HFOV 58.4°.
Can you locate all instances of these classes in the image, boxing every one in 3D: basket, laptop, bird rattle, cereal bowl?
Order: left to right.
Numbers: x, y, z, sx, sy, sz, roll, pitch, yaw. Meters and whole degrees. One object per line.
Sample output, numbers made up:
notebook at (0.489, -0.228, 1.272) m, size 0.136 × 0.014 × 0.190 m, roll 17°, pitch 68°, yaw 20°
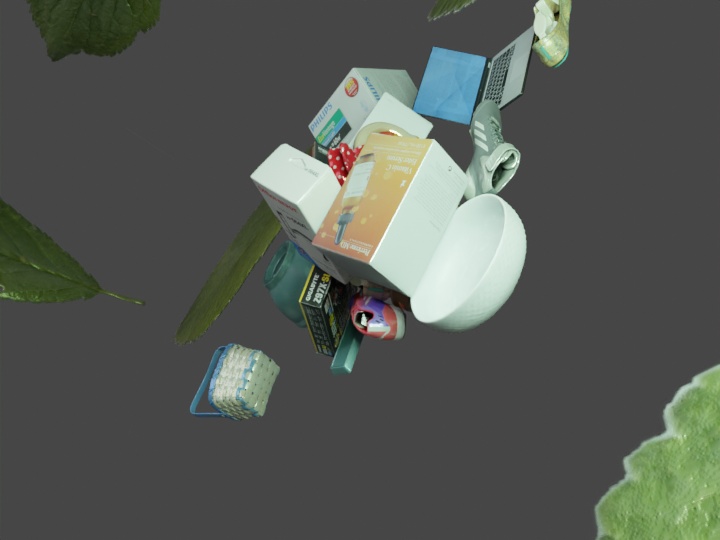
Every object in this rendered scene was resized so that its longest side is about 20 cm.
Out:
basket at (-0.298, 0.264, 1.503) m, size 0.195 × 0.140 × 0.180 m, roll 2°, pitch 57°, yaw 31°
bird rattle at (0.038, -0.198, 1.168) m, size 0.114 × 0.194 × 0.167 m, roll 102°, pitch 180°, yaw -55°
cereal bowl at (0.160, 0.001, 0.904) m, size 0.200 × 0.082 × 0.203 m, roll -47°, pitch 24°, yaw 28°
laptop at (0.219, -0.386, 1.234) m, size 0.199 × 0.114 × 0.191 m, roll -28°, pitch 37°, yaw 53°

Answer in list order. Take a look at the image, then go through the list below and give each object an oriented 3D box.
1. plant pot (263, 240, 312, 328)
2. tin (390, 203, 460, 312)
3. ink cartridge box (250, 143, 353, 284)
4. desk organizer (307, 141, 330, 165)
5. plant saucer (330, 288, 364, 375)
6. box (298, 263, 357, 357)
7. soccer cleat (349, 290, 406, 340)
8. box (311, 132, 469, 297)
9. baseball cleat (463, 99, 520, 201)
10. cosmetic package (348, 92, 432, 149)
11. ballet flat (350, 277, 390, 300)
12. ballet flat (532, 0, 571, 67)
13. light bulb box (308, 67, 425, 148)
plant pot at (-0.148, 0.014, 1.525) m, size 0.201 × 0.132 × 0.203 m, roll -47°, pitch 24°, yaw 28°
tin at (0.109, -0.030, 1.038) m, size 0.041 × 0.112 × 0.204 m, roll 20°, pitch 78°, yaw 29°
ink cartridge box at (-0.078, -0.093, 1.075) m, size 0.084 × 0.202 × 0.145 m, roll -45°, pitch 46°, yaw -14°
desk organizer at (-0.039, -0.202, 1.456) m, size 0.077 × 0.196 × 0.073 m, roll -41°, pitch 38°, yaw 42°
plant saucer at (-0.008, 0.104, 1.246) m, size 0.069 × 0.019 × 0.204 m, roll -21°, pitch 42°, yaw 58°
box at (-0.056, 0.047, 1.235) m, size 0.202 × 0.048 × 0.163 m, roll 79°, pitch -153°, yaw -57°
soccer cleat at (0.011, 0.075, 1.134) m, size 0.199 × 0.071 × 0.071 m, roll -154°, pitch 67°, yaw -65°
box at (0.044, -0.088, 0.970) m, size 0.150 × 0.106 × 0.204 m, roll 18°, pitch 76°, yaw 49°
baseball cleat at (0.226, -0.205, 1.068) m, size 0.105 × 0.069 × 0.206 m, roll -16°, pitch 56°, yaw 52°
cosmetic package at (0.031, -0.209, 1.308) m, size 0.202 × 0.121 × 0.200 m, roll -56°, pitch -3°, yaw -15°
ballet flat at (0.000, 0.000, 1.156) m, size 0.200 × 0.065 × 0.070 m, roll -145°, pitch 59°, yaw -68°
ballet flat at (0.328, -0.434, 1.117) m, size 0.070 × 0.070 × 0.204 m, roll -36°, pitch 31°, yaw 45°
light bulb box at (0.020, -0.353, 1.498) m, size 0.198 × 0.127 × 0.198 m, roll -18°, pitch -18°, yaw -48°
